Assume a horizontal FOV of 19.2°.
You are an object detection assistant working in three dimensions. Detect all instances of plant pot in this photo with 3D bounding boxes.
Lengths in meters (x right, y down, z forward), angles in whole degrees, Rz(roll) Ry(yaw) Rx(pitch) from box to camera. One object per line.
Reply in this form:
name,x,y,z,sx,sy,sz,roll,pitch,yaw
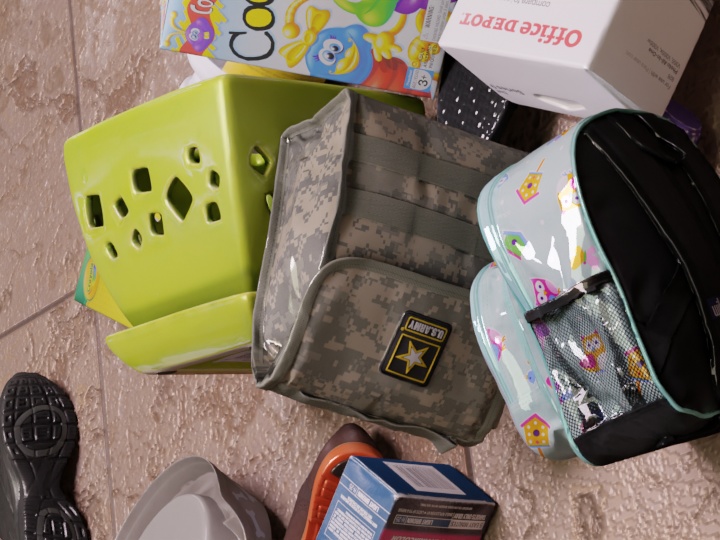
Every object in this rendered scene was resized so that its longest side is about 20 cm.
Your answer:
plant pot,-0.075,-0.023,1.532,0.199,0.199,0.182,-17,76,46

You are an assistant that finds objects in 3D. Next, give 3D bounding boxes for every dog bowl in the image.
dog bowl,-0.139,0.246,1.644,0.200,0.058,0.201,-45,30,36

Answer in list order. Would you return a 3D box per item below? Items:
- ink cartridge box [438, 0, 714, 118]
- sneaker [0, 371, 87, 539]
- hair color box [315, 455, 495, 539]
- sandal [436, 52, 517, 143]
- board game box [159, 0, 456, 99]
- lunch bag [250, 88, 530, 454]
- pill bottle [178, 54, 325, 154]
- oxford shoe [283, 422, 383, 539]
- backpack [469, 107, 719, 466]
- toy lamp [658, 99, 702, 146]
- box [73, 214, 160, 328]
ink cartridge box,0.159,-0.206,1.380,0.146,0.084,0.201,16,78,49
sneaker,-0.295,0.188,1.875,0.091,0.076,0.201,-35,54,48
hair color box,0.008,0.233,1.486,0.060,0.100,0.201,37,110,45
sandal,0.097,-0.161,1.518,0.075,0.048,0.201,-26,50,45
board game box,-0.037,-0.203,1.526,0.105,0.199,0.103,-101,22,-66
lunch bag,0.024,0.006,1.390,0.117,0.163,0.201,-28,50,57
pill bottle,-0.067,-0.190,1.656,0.200,0.112,0.112,-58,45,23
oxford shoe,-0.026,0.207,1.574,0.073,0.071,0.201,-104,35,-68
backpack,0.157,0.010,1.284,0.153,0.175,0.201,-24,80,42
toy lamp,0.155,-0.026,1.405,0.200,0.058,0.058,-54,46,27
box,-0.173,-0.008,1.792,0.200,0.048,0.118,22,98,51
